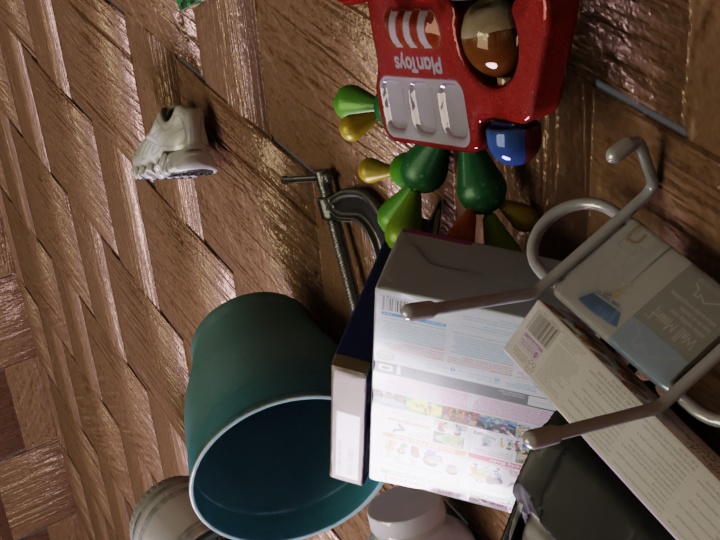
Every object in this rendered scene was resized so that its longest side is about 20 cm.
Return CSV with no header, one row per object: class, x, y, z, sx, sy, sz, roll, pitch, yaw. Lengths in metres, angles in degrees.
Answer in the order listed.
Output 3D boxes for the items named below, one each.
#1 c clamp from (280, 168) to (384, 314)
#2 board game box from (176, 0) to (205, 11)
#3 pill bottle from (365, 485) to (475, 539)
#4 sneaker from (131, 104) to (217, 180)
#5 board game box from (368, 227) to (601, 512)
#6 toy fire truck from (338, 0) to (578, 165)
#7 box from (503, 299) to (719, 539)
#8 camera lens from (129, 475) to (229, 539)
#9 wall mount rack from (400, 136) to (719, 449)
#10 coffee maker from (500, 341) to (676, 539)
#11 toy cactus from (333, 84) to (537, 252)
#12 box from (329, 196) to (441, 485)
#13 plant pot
c clamp,0.000,0.000,1.218,0.170,0.027,0.203,-6,102,62
board game box,-0.154,-0.318,1.299,0.200,0.023,0.106,0,111,67
pill bottle,0.061,0.297,1.213,0.111,0.110,0.203,22,129,61
sneaker,-0.214,-0.144,1.540,0.199,0.074,0.082,0,95,64
board game box,0.084,0.077,0.925,0.146,0.065,0.202,13,134,10
toy fire truck,0.063,-0.151,0.804,0.199,0.111,0.170,18,124,57
box,0.151,0.089,0.737,0.042,0.038,0.200,-56,42,14
camera lens,-0.226,0.392,1.894,0.200,0.158,0.162,28,134,59
wall mount rack,0.130,0.019,0.733,0.200,0.173,0.075,45,173,44
coffee maker,0.187,0.162,0.776,0.200,0.133,0.194,43,146,46
toy cactus,0.062,-0.085,0.939,0.201,0.101,0.166,57,136,33
box,0.020,0.046,1.018,0.032,0.201,0.122,14,135,13
plant pot,-0.086,0.131,1.329,0.189,0.197,0.202,-112,16,-47
